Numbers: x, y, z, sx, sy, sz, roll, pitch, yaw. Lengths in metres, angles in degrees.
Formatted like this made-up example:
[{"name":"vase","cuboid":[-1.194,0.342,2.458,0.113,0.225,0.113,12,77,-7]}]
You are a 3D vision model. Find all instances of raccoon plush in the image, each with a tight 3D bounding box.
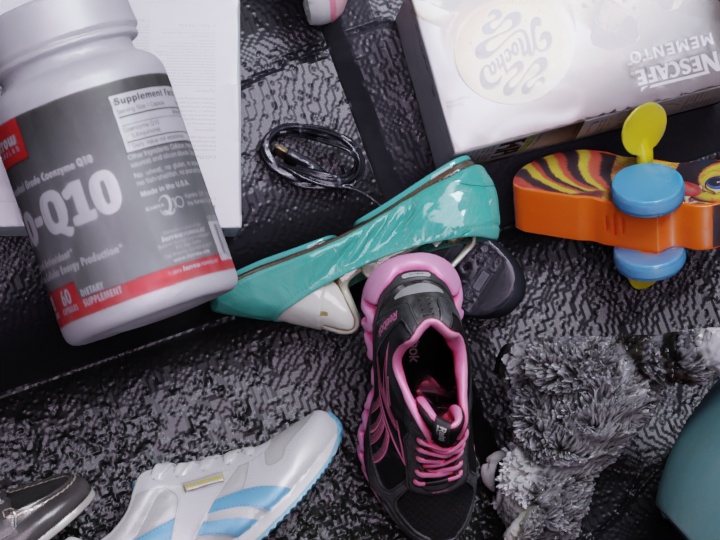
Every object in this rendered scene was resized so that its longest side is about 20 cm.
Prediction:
[{"name":"raccoon plush","cuboid":[0.151,0.109,1.606,0.096,0.200,0.135,5,80,-34]}]

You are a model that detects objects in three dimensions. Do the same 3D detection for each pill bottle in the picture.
[{"name":"pill bottle","cuboid":[-0.159,-0.065,1.567,0.114,0.114,0.201,-19,87,-9]}]

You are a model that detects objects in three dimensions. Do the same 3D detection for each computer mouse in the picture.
[{"name":"computer mouse","cuboid":[0.022,-0.035,1.681,0.200,0.034,0.059,36,97,4]}]

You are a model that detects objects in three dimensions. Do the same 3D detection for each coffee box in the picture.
[{"name":"coffee box","cuboid":[0.135,-0.144,1.679,0.199,0.080,0.113,-14,83,-8]}]

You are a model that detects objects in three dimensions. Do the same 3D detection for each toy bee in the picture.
[{"name":"toy bee","cuboid":[0.205,-0.037,1.662,0.200,0.131,0.109,33,46,15]}]

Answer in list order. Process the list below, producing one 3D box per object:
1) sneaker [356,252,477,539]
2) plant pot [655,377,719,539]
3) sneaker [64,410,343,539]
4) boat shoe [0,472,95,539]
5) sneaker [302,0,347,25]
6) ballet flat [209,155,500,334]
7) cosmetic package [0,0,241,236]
[{"name":"sneaker","cuboid":[0.042,0.094,1.602,0.079,0.095,0.201,-12,117,-9]},{"name":"plant pot","cuboid":[0.283,0.139,1.609,0.161,0.201,0.201,-41,89,0]},{"name":"sneaker","cuboid":[-0.097,0.147,1.617,0.200,0.077,0.081,-38,86,-12]},{"name":"boat shoe","cuboid":[-0.262,0.171,1.595,0.200,0.067,0.057,-30,103,-7]},{"name":"sneaker","cuboid":[0.011,-0.258,1.680,0.104,0.075,0.201,2,78,-1]},{"name":"ballet flat","cuboid":[0.000,0.000,1.632,0.200,0.067,0.071,-27,81,7]},{"name":"cosmetic package","cuboid":[-0.177,-0.098,1.650,0.199,0.052,0.151,1,82,-7]}]
